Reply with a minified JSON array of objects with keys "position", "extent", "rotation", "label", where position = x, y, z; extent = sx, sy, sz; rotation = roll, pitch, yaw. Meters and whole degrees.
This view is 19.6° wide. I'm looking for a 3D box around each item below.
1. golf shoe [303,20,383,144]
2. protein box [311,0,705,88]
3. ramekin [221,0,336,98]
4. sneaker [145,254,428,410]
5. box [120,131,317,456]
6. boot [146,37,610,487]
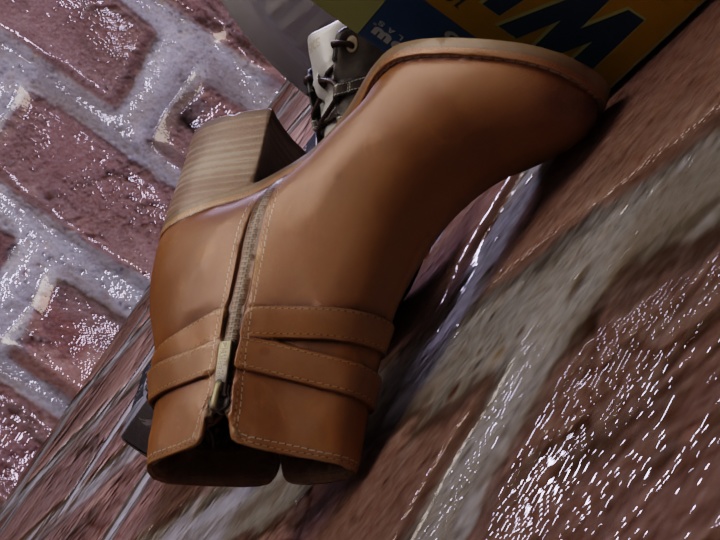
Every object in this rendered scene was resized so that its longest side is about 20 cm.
[{"position":[-0.002,-0.079,1.115],"extent":[0.078,0.094,0.200],"rotation":[-44,15,52],"label":"golf shoe"},{"position":[0.097,-0.191,0.809],"extent":[0.199,0.135,0.200],"rotation":[-60,9,-34],"label":"protein box"},{"position":[-0.004,-0.194,1.290],"extent":[0.094,0.202,0.202],"rotation":[-36,15,27],"label":"ramekin"},{"position":[-0.023,0.021,0.954],"extent":[0.090,0.070,0.200],"rotation":[-41,-4,-42],"label":"sneaker"},{"position":[-0.066,0.016,1.269],"extent":[0.200,0.048,0.158],"rotation":[-54,7,9],"label":"box"},{"position":[0.000,0.000,0.789],"extent":[0.200,0.077,0.156],"rotation":[-9,57,27],"label":"boot"}]
